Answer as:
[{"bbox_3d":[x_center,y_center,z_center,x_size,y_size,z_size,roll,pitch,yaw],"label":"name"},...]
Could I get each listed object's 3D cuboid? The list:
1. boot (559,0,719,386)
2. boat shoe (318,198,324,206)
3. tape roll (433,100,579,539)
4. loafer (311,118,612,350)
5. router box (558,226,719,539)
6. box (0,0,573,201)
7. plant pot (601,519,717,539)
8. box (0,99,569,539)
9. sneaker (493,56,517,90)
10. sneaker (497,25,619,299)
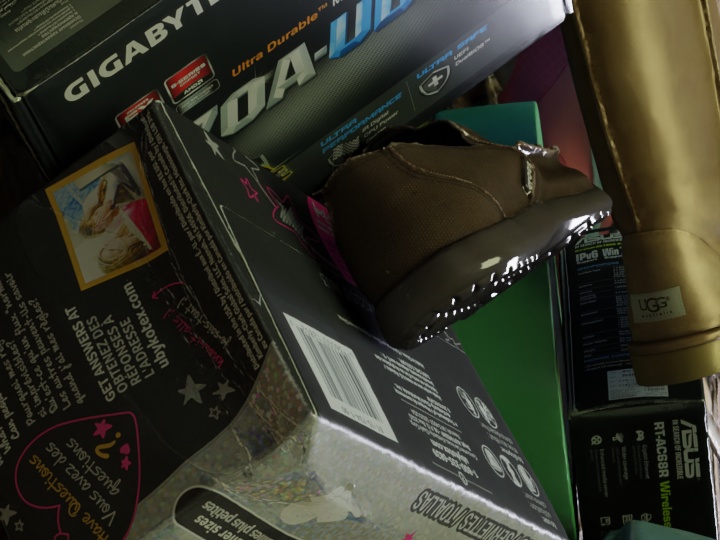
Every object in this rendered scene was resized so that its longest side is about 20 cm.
[{"bbox_3d":[0.142,-0.070,1.058,0.175,0.066,0.202,-26,104,-61],"label":"boot"},{"bbox_3d":[0.000,-0.002,1.073,0.202,0.063,0.074,63,15,-61],"label":"boat shoe"},{"bbox_3d":[0.065,0.027,1.139,0.200,0.048,0.202,-6,90,-84],"label":"tape roll"},{"bbox_3d":[0.037,-0.027,0.908,0.071,0.073,0.200,55,13,3],"label":"loafer"},{"bbox_3d":[0.132,0.102,1.179,0.150,0.062,0.201,-87,170,-59],"label":"router box"},{"bbox_3d":[-0.025,-0.087,0.867,0.046,0.199,0.159,50,-10,28],"label":"box"},{"bbox_3d":[0.146,0.210,1.031,0.200,0.197,0.196,41,4,5],"label":"plant pot"},{"bbox_3d":[-0.037,0.055,0.862,0.200,0.114,0.133,31,27,-58],"label":"box"},{"bbox_3d":[0.061,-0.152,1.258,0.081,0.075,0.201,-43,114,-50],"label":"sneaker"},{"bbox_3d":[0.106,-0.057,1.246,0.074,0.086,0.202,-30,134,-45],"label":"sneaker"}]
